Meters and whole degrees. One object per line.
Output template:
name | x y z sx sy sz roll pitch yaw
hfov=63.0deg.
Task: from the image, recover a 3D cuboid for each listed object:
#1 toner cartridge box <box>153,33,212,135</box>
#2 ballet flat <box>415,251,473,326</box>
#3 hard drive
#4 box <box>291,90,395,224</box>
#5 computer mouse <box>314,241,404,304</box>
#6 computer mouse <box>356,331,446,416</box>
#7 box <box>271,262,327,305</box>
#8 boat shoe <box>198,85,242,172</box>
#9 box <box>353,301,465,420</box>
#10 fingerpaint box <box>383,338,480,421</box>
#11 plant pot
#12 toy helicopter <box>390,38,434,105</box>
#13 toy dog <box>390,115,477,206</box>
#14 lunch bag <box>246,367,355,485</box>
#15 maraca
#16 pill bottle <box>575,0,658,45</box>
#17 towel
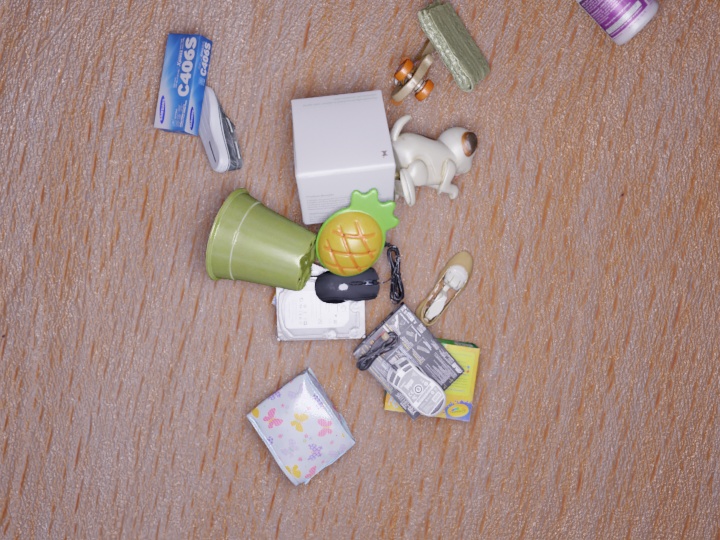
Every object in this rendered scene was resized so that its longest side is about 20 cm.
toner cartridge box | -0.381 -0.400 1.264 0.093 0.043 0.204 11 94 27
ballet flat | 0.198 0.047 1.338 0.068 0.063 0.202 33 91 -5
hard drive | -0.088 0.082 1.299 0.195 0.038 0.143 -1 94 -5
box | -0.038 -0.232 1.217 0.195 0.172 0.204 -6 63 -3
computer mouse | 0.000 0.000 1.261 0.195 0.046 0.144 1 84 -5
computer mouse | 0.094 0.226 1.235 0.200 0.044 0.110 43 88 4
box | -0.091 0.052 1.334 0.196 0.041 0.121 21 93 -2
boat shoe | -0.307 -0.304 1.283 0.070 0.072 0.204 -3 74 -45
box | 0.105 0.196 1.278 0.158 0.050 0.200 -44 92 2
fingerpaint box | 0.159 0.241 1.344 0.196 0.073 0.171 7 93 -2
plant pot | -0.190 -0.046 1.224 0.186 0.200 0.204 18 93 7
toy helicopter | 0.123 -0.444 1.286 0.078 0.132 0.202 36 68 -17
toy dog | 0.159 -0.248 1.286 0.196 0.139 0.198 -17 99 -14
lunch bag | -0.129 0.350 1.311 0.168 0.127 0.201 -36 86 -2
maraca | -0.008 -0.073 1.189 0.136 0.108 0.201 30 114 -20
pill bottle | 0.544 -0.607 1.289 0.200 0.112 0.113 43 91 -6
towel | 0.202 -0.490 1.272 0.036 0.149 0.201 -29 102 42
